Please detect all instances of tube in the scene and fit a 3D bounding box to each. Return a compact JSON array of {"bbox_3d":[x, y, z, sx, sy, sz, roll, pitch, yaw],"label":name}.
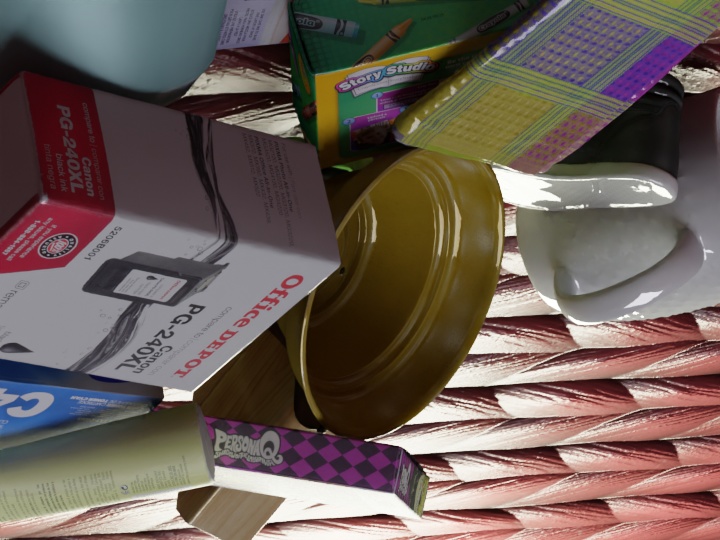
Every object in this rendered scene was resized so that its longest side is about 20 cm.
[{"bbox_3d":[-0.189,0.123,1.510,0.199,0.052,0.058,-13,112,1],"label":"tube"}]

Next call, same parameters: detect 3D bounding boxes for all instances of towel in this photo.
[{"bbox_3d":[0.124,-0.125,1.515,0.143,0.023,0.200,13,137,-46],"label":"towel"}]

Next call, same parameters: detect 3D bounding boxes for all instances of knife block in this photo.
[{"bbox_3d":[-0.036,0.085,1.768,0.175,0.201,0.064,-12,150,37],"label":"knife block"}]

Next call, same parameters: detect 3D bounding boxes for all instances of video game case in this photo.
[{"bbox_3d":[-0.061,0.125,1.645,0.199,0.036,0.181,8,170,8],"label":"video game case"}]

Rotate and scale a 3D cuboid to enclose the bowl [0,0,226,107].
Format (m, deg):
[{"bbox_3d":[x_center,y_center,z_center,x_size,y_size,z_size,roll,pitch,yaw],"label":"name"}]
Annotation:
[{"bbox_3d":[-0.155,-0.141,1.354,0.200,0.201,0.106,-10,109,-12],"label":"bowl"}]

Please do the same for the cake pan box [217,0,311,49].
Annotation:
[{"bbox_3d":[0.004,-0.212,1.490,0.183,0.052,0.200,-9,153,-21],"label":"cake pan box"}]

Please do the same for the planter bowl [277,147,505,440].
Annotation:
[{"bbox_3d":[0.000,0.000,1.609,0.200,0.083,0.201,-31,134,-40],"label":"planter bowl"}]

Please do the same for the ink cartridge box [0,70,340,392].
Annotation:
[{"bbox_3d":[-0.131,-0.016,1.339,0.199,0.084,0.145,13,140,-39],"label":"ink cartridge box"}]

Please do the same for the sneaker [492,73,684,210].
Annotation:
[{"bbox_3d":[0.147,-0.100,1.765,0.199,0.100,0.071,3,158,41],"label":"sneaker"}]

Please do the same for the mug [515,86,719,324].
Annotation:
[{"bbox_3d":[0.202,-0.025,1.805,0.175,0.200,0.148,-19,112,26],"label":"mug"}]

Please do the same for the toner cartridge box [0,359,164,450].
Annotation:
[{"bbox_3d":[-0.224,0.071,1.484,0.199,0.043,0.095,8,146,-40],"label":"toner cartridge box"}]

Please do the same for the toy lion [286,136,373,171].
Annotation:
[{"bbox_3d":[-0.080,-0.022,1.799,0.199,0.069,0.192,-6,144,-18],"label":"toy lion"}]

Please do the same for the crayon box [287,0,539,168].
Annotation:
[{"bbox_3d":[0.058,-0.136,1.550,0.199,0.058,0.119,-14,154,-7],"label":"crayon box"}]

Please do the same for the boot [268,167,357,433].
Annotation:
[{"bbox_3d":[-0.104,0.013,1.674,0.199,0.189,0.068,2,174,-15],"label":"boot"}]
